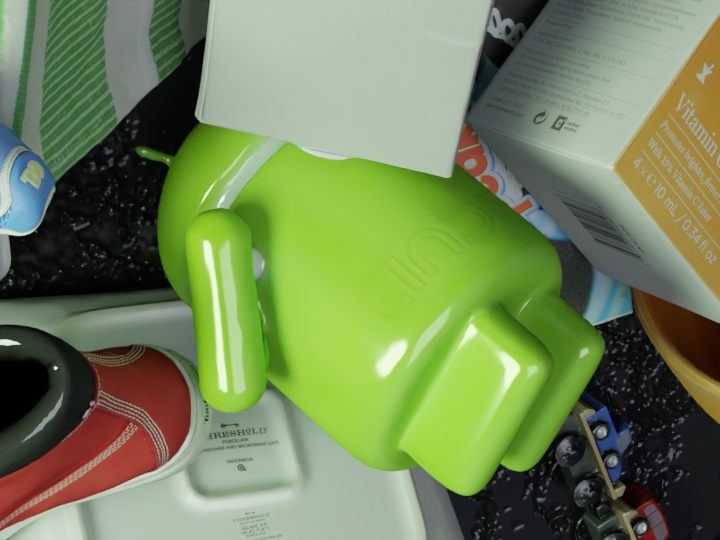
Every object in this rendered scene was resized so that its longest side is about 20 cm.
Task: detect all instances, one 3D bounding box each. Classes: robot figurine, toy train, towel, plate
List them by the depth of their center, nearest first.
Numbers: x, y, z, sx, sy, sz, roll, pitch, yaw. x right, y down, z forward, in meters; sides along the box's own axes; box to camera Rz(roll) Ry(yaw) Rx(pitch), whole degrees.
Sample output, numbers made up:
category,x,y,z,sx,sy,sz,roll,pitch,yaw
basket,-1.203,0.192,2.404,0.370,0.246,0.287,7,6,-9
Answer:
category,x,y,z,sx,sy,sz,roll,pitch,yaw
towel,-0.076,-0.122,0.697,0.200,0.023,0.153,-46,158,-42
robot figurine,0.000,0.000,0.755,0.175,0.200,0.116,-15,139,-54
plate,-0.055,0.081,0.793,0.198,0.201,0.032,-5,148,-20
toy train,0.140,0.138,0.982,0.046,0.034,0.201,-32,120,-10

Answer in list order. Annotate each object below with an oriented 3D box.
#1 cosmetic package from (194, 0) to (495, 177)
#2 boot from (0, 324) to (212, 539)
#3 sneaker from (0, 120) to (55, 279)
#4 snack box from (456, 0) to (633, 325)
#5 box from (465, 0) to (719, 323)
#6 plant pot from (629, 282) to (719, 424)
category,x,y,z,sx,sy,sz,roll,pitch,yaw
cosmetic package,0.006,-0.139,0.670,0.106,0.091,0.201,14,137,0
boot,-0.170,0.073,0.692,0.199,0.073,0.144,-24,165,16
sneaker,-0.173,0.008,0.664,0.077,0.076,0.200,29,138,-11
snack box,0.060,-0.057,0.863,0.115,0.037,0.201,-17,117,-14
box,0.162,-0.098,0.821,0.201,0.097,0.124,-54,129,-9
plant pot,0.253,0.023,0.899,0.200,0.200,0.183,-41,136,-1
